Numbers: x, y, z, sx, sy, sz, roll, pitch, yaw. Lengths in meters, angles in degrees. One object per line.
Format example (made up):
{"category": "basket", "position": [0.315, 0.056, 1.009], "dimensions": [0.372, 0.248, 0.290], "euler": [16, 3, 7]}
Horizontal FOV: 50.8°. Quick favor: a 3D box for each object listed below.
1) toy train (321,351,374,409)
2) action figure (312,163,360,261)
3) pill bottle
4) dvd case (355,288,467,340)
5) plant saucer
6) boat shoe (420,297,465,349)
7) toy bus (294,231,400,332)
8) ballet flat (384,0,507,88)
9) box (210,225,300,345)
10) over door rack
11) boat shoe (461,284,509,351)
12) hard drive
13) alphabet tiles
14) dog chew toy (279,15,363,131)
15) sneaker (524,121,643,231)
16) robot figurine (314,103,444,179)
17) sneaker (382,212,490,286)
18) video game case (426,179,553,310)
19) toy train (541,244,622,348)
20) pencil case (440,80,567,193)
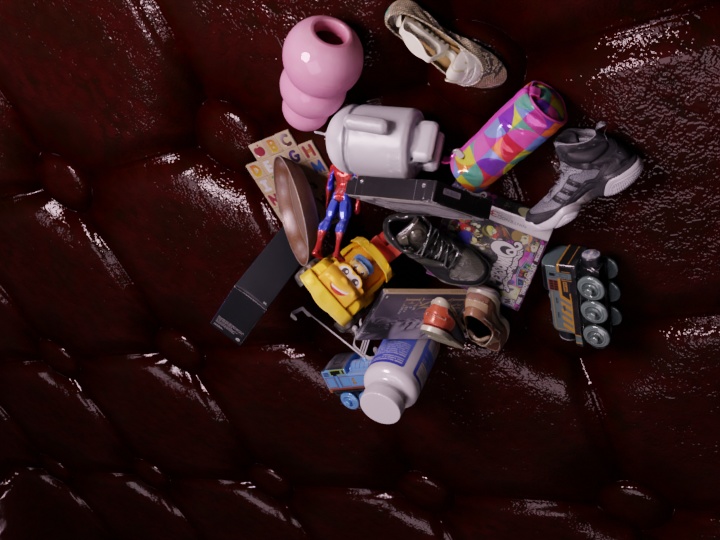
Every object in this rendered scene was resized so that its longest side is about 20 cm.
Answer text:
{"category": "toy train", "position": [0.017, 0.230, 1.613], "dimensions": [0.200, 0.087, 0.114], "euler": [-11, 116, 37]}
{"category": "action figure", "position": [-0.033, -0.115, 1.281], "dimensions": [0.065, 0.201, 0.052], "euler": [7, 167, 24]}
{"category": "pill bottle", "position": [0.073, 0.196, 1.468], "dimensions": [0.112, 0.200, 0.112], "euler": [16, 133, 17]}
{"category": "dvd case", "position": [0.106, 0.083, 1.398], "dimensions": [0.200, 0.016, 0.149], "euler": [1, 142, -25]}
{"category": "plant saucer", "position": [-0.111, -0.108, 1.344], "dimensions": [0.034, 0.200, 0.201], "euler": [-15, 131, -14]}
{"category": "boat shoe", "position": [0.154, 0.098, 1.366], "dimensions": [0.071, 0.063, 0.200], "euler": [14, 170, 20]}
{"category": "toy bus", "position": [0.000, 0.000, 1.345], "dimensions": [0.192, 0.200, 0.136], "euler": [-40, 89, 6]}
{"category": "ballet flat", "position": [0.117, -0.314, 1.093], "dimensions": [0.200, 0.075, 0.068], "euler": [35, 135, -2]}
{"category": "box", "position": [-0.189, 0.026, 1.467], "dimensions": [0.079, 0.200, 0.141], "euler": [38, 135, -6]}
{"category": "over door rack", "position": [-0.035, 0.075, 1.524], "dimensions": [0.200, 0.067, 0.148], "euler": [28, 134, 14]}
{"category": "boat shoe", "position": [0.219, 0.100, 1.369], "dimensions": [0.076, 0.072, 0.200], "euler": [13, 153, 29]}
{"category": "hard drive", "position": [0.090, -0.115, 1.208], "dimensions": [0.140, 0.038, 0.200], "euler": [12, 180, -43]}
{"category": "alphabet tiles", "position": [-0.119, -0.162, 1.405], "dimensions": [0.166, 0.006, 0.200], "euler": [-12, 120, 36]}
{"category": "dog chew toy", "position": [-0.071, -0.297, 1.187], "dimensions": [0.124, 0.125, 0.200], "euler": [31, 144, 1]}
{"category": "sneaker", "position": [0.310, -0.144, 1.138], "dimensions": [0.200, 0.076, 0.114], "euler": [-32, 107, 37]}
{"category": "robot figurine", "position": [0.030, -0.205, 1.207], "dimensions": [0.200, 0.113, 0.170], "euler": [9, 166, 21]}
{"category": "sneaker", "position": [0.122, -0.034, 1.256], "dimensions": [0.199, 0.114, 0.076], "euler": [33, 94, 7]}
{"category": "video game case", "position": [0.219, -0.040, 1.302], "dimensions": [0.181, 0.036, 0.200], "euler": [24, 135, 11]}
{"category": "toy train", "position": [0.368, 0.045, 1.267], "dimensions": [0.114, 0.085, 0.200], "euler": [12, 135, 36]}
{"category": "pencil case", "position": [0.215, -0.196, 1.137], "dimensions": [0.088, 0.088, 0.200], "euler": [42, 133, -9]}
